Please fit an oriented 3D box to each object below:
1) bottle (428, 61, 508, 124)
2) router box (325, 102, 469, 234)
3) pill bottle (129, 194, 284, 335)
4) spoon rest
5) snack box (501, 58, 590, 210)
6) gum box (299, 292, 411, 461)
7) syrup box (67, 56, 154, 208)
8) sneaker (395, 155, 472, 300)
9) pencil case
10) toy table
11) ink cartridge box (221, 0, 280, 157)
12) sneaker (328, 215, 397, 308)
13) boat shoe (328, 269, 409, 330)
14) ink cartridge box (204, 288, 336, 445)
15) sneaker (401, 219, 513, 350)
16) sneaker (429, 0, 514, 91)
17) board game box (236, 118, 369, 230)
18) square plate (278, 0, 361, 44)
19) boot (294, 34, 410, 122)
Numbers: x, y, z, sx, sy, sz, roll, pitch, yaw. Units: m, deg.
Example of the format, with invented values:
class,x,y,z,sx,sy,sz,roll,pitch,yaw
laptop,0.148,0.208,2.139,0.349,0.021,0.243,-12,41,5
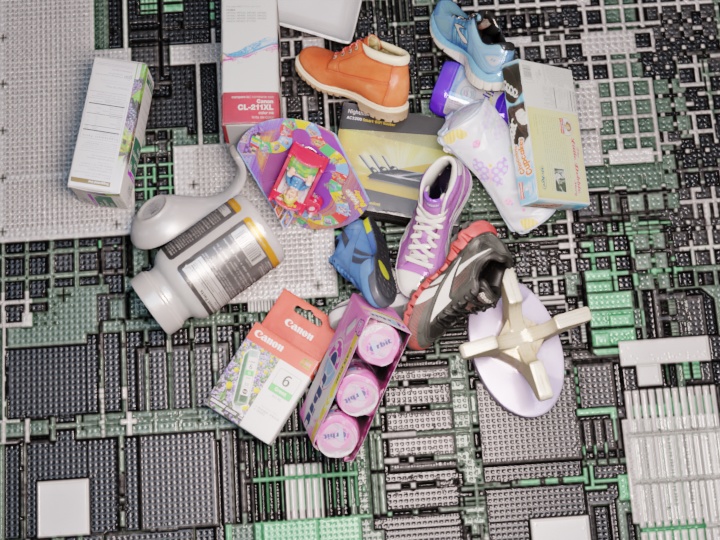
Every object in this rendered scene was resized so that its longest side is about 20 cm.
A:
class,x,y,z,sx,sy,sz,roll,pitch,yaw
bottle,0.203,-0.240,1.626,0.199,0.065,0.084,21,61,4
router box,0.058,-0.148,1.614,0.198,0.052,0.158,9,77,1
pill bottle,-0.214,-0.006,1.548,0.200,0.116,0.117,-36,80,-7
spoon rest,-0.243,-0.095,1.581,0.199,0.061,0.100,-34,37,4
snack box,0.258,-0.187,1.542,0.116,0.037,0.202,2,78,-40
gum box,-0.012,0.145,1.483,0.066,0.114,0.201,21,100,-16
syrup box,-0.360,-0.199,1.607,0.081,0.079,0.201,8,78,1
sneaker,0.088,-0.060,1.490,0.072,0.114,0.202,17,88,14
pencil case,0.197,-0.147,1.566,0.091,0.083,0.200,-47,107,-16
toy table,0.222,0.098,1.530,0.183,0.117,0.201,-27,78,-7
ink cartridge box,-0.155,-0.280,1.592,0.082,0.146,0.202,-1,78,-2
sneaker,0.000,0.000,1.530,0.078,0.201,0.066,-27,121,10
boat shoe,0.046,0.029,1.568,0.199,0.072,0.066,-19,64,0
ink cartridge box,-0.119,0.131,1.552,0.109,0.050,0.201,31,80,6
sneaker,0.130,0.033,1.470,0.201,0.071,0.098,-54,47,8
sneaker,0.171,-0.344,1.609,0.078,0.090,0.200,-7,43,-29
board game box,-0.083,-0.119,1.532,0.157,0.201,0.039,-6,42,28
square plate,-0.084,-0.455,1.692,0.197,0.028,0.201,15,78,3
boot,-0.009,-0.301,1.600,0.199,0.108,0.075,27,41,26
